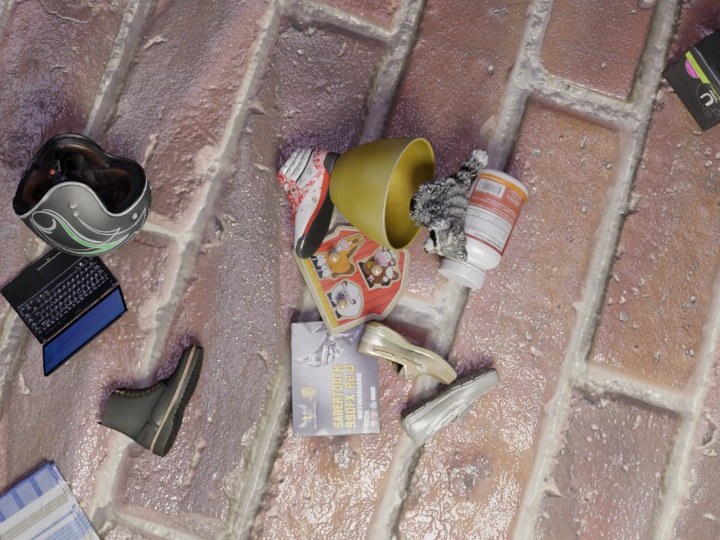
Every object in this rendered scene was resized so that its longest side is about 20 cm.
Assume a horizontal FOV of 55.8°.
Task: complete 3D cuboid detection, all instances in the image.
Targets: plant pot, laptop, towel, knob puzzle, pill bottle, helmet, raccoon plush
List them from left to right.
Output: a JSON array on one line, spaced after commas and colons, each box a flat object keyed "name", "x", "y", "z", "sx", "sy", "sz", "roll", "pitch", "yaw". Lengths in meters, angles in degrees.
[{"name": "towel", "x": -0.545, "y": 0.456, "z": 1.187, "sx": 0.146, "sy": 0.024, "sz": 0.201, "roll": -35, "pitch": 84, "yaw": -4}, {"name": "laptop", "x": -0.523, "y": 0.053, "z": 1.192, "sx": 0.177, "sy": 0.103, "sz": 0.200, "roll": -39, "pitch": 87, "yaw": -7}, {"name": "helmet", "x": -0.466, "y": -0.119, "z": 1.171, "sx": 0.199, "sy": 0.190, "sz": 0.202, "roll": -19, "pitch": 56, "yaw": 32}, {"name": "knob puzzle", "x": 0.000, "y": 0.000, "z": 1.238, "sx": 0.217, "sy": 0.031, "sz": 0.222, "roll": 1, "pitch": 68, "yaw": -2}, {"name": "plant pot", "x": 0.028, "y": -0.148, "z": 1.214, "sx": 0.141, "sy": 0.200, "sz": 0.202, "roll": 16, "pitch": 82, "yaw": 26}, {"name": "raccoon plush", "x": 0.171, "y": -0.113, "z": 1.156, "sx": 0.096, "sy": 0.134, "sz": 0.201, "roll": 28, "pitch": 101, "yaw": -42}, {"name": "pill bottle", "x": 0.219, "y": -0.074, "z": 1.239, "sx": 0.111, "sy": 0.112, "sz": 0.201, "roll": 25, "pitch": 84, "yaw": 0}]

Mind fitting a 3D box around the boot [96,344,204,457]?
[{"name": "boot", "x": -0.371, "y": 0.209, "z": 1.200, "sx": 0.137, "sy": 0.077, "sz": 0.202, "roll": 21, "pitch": 82, "yaw": 5}]

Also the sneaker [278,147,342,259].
[{"name": "sneaker", "x": -0.106, "y": -0.127, "z": 1.245, "sx": 0.107, "sy": 0.067, "sz": 0.203, "roll": 17, "pitch": 86, "yaw": 26}]

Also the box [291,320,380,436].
[{"name": "box", "x": -0.045, "y": 0.193, "z": 1.227, "sx": 0.157, "sy": 0.048, "sz": 0.202, "roll": 0, "pitch": 83, "yaw": -4}]

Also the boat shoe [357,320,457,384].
[{"name": "boat shoe", "x": 0.082, "y": 0.161, "z": 1.207, "sx": 0.199, "sy": 0.072, "sz": 0.065, "roll": 32, "pitch": 72, "yaw": -21}]

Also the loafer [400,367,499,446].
[{"name": "loafer", "x": 0.168, "y": 0.244, "z": 1.227, "sx": 0.199, "sy": 0.070, "sz": 0.070, "roll": -31, "pitch": 93, "yaw": 0}]

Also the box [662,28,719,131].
[{"name": "box", "x": 0.718, "y": -0.391, "z": 1.293, "sx": 0.199, "sy": 0.124, "sz": 0.149, "roll": -32, "pitch": 85, "yaw": -5}]
